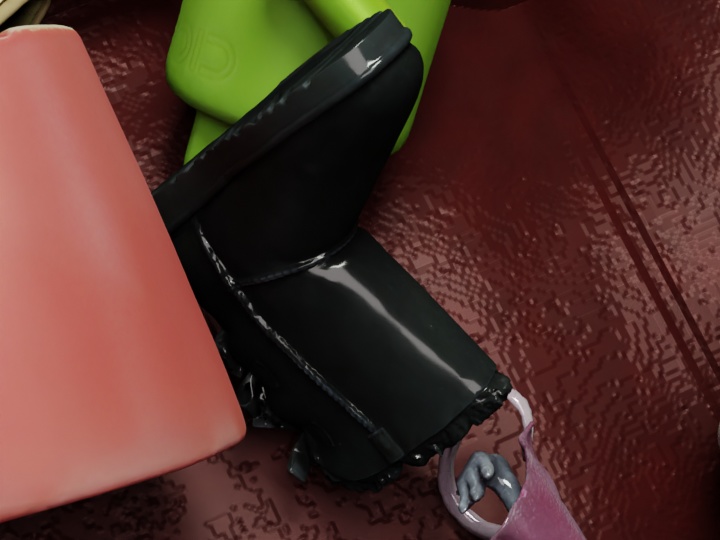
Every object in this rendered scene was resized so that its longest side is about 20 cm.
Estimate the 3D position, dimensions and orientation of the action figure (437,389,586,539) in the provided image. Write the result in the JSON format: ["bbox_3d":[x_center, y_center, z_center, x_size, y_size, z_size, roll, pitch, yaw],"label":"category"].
[{"bbox_3d":[0.116,0.163,0.915,0.200,0.134,0.149,22,26,-14],"label":"action figure"}]

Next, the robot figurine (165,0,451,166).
[{"bbox_3d":[-0.018,-0.127,0.940,0.115,0.175,0.201,18,102,2],"label":"robot figurine"}]

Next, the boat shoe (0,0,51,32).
[{"bbox_3d":[-0.201,-0.063,0.935,0.066,0.074,0.200,21,70,4],"label":"boat shoe"}]

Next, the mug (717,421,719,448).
[{"bbox_3d":[0.227,0.040,0.920,0.149,0.187,0.153,20,77,28],"label":"mug"}]

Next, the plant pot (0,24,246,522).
[{"bbox_3d":[-0.159,0.005,0.830,0.200,0.200,0.178,-14,91,-13],"label":"plant pot"}]

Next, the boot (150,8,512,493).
[{"bbox_3d":[0.000,0.000,0.869,0.163,0.198,0.073,49,46,-6],"label":"boot"}]
